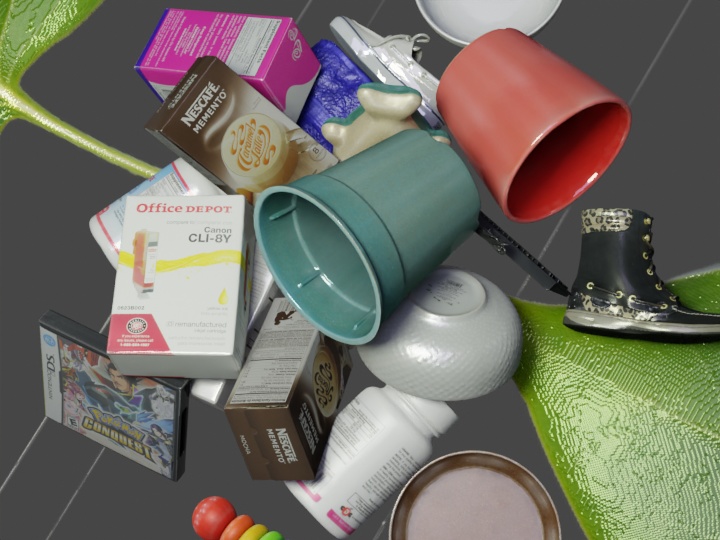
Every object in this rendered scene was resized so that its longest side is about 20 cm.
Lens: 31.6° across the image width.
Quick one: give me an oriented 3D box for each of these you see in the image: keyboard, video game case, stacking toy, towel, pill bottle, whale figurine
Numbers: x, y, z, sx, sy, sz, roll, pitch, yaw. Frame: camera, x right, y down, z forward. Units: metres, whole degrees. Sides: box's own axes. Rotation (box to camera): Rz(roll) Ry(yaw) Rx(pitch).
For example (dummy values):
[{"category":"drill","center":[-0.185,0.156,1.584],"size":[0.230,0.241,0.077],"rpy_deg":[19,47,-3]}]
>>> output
[{"category":"keyboard","center":[0.164,-0.042,1.520],"size":[0.200,0.127,0.021],"rpy_deg":[43,103,28]},{"category":"video game case","center":[-0.300,0.155,1.543],"size":[0.200,0.181,0.026],"rpy_deg":[24,45,14]},{"category":"stacking toy","center":[-0.120,0.339,1.513],"size":[0.200,0.085,0.085],"rpy_deg":[31,83,19]},{"category":"towel","center":[-0.072,-0.194,1.651],"size":[0.200,0.050,0.148],"rpy_deg":[-43,73,-3]},{"category":"pill bottle","center":[0.013,0.210,1.503],"size":[0.200,0.113,0.113],"rpy_deg":[-43,74,-3]},{"category":"pill bottle","center":[-0.234,-0.075,1.616],"size":[0.200,0.109,0.109],"rpy_deg":[-34,73,-1]},{"category":"whale figurine","center":[0.033,-0.179,1.549],"size":[0.159,0.200,0.104],"rpy_deg":[7,63,3]}]

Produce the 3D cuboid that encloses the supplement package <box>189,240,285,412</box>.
[{"category":"supplement package","center":[-0.172,0.061,1.566],"size":[0.121,0.120,0.200],"rpy_deg":[23,80,14]}]

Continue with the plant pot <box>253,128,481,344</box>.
[{"category":"plant pot","center":[0.019,-0.052,1.430],"size":[0.196,0.200,0.200],"rpy_deg":[-35,71,-29]}]

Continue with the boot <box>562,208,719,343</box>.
[{"category":"boot","center":[0.350,0.005,1.517],"size":[0.203,0.073,0.154],"rpy_deg":[4,78,17]}]

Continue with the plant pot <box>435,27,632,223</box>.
[{"category":"plant pot","center":[0.198,-0.187,1.541],"size":[0.200,0.200,0.177],"rpy_deg":[-38,63,-2]}]

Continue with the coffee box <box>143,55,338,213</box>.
[{"category":"coffee box","center":[-0.143,-0.152,1.530],"size":[0.200,0.080,0.114],"rpy_deg":[38,84,-24]}]

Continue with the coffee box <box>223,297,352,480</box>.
[{"category":"coffee box","center":[-0.078,0.134,1.469],"size":[0.080,0.113,0.200],"rpy_deg":[-4,35,18]}]

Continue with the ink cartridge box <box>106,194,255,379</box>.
[{"category":"ink cartridge box","center":[-0.203,0.017,1.459],"size":[0.145,0.083,0.200],"rpy_deg":[0,66,4]}]

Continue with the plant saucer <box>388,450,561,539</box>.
[{"category":"plant saucer","center":[0.134,0.312,1.490],"size":[0.200,0.034,0.200],"rpy_deg":[-1,82,5]}]

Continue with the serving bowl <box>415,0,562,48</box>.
[{"category":"serving bowl","center":[0.169,-0.369,1.647],"size":[0.200,0.066,0.200],"rpy_deg":[-2,75,8]}]

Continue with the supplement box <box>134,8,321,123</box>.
[{"category":"supplement box","center":[-0.168,-0.260,1.622],"size":[0.200,0.101,0.103],"rpy_deg":[12,66,28]}]

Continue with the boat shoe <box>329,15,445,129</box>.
[{"category":"boat shoe","center":[0.054,-0.273,1.638],"size":[0.086,0.075,0.202],"rpy_deg":[-44,77,-3]}]

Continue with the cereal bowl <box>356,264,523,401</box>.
[{"category":"cereal bowl","center":[0.094,0.057,1.490],"size":[0.200,0.083,0.200],"rpy_deg":[2,38,-2]}]

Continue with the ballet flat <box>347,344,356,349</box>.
[{"category":"ballet flat","center":[0.000,0.000,1.583],"size":[0.076,0.064,0.200],"rpy_deg":[17,80,12]}]
